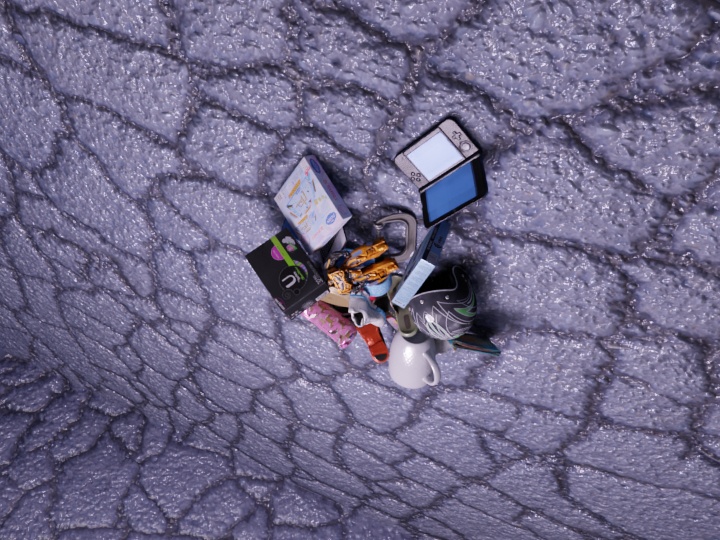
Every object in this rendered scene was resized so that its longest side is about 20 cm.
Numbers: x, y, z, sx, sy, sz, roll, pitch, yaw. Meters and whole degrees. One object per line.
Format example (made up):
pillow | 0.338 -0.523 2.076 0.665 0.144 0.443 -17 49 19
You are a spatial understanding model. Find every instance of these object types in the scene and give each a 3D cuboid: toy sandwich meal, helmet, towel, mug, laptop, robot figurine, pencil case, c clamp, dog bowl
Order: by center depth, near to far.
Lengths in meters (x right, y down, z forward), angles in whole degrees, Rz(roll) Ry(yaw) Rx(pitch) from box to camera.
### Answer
robot figurine | -0.004 -0.006 1.480 0.199 0.058 0.146 -27 116 8
c clamp | 0.074 -0.077 1.495 0.169 0.027 0.201 0 131 -6
helmet | 0.231 0.099 1.510 0.198 0.191 0.201 11 137 10
laptop | -0.138 -0.102 1.551 0.115 0.201 0.188 2 140 -24
dog bowl | 0.000 0.000 1.585 0.199 0.112 0.050 21 151 6
towel | 0.325 0.208 1.590 0.146 0.200 0.022 12 96 2
mug | 0.178 0.269 1.664 0.200 0.147 0.176 45 148 39
toy sandwich meal | -0.088 0.054 1.672 0.204 0.071 0.205 16 165 5
pencil case | -0.103 0.162 1.734 0.200 0.086 0.083 38 101 8

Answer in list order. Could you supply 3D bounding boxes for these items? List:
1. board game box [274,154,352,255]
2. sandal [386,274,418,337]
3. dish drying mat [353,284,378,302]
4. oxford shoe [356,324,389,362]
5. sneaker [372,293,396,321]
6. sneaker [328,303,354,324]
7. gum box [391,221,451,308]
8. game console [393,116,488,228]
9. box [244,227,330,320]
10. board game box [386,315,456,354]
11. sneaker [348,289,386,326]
board game box | -0.134 -0.174 1.472 0.200 0.041 0.200 -40 78 47
sandal | 0.124 0.096 1.582 0.079 0.202 0.057 -25 148 14
dish drying mat | -0.015 0.037 1.707 0.200 0.018 0.077 37 136 -12
oxford shoe | 0.034 0.198 1.729 0.071 0.073 0.201 -20 86 4
sneaker | 0.103 0.130 1.664 0.199 0.107 0.075 -22 137 40
sneaker | -0.079 0.127 1.804 0.198 0.080 0.087 4 120 15
gum box | 0.163 -0.018 1.447 0.044 0.170 0.200 29 138 -2
game console | 0.183 -0.226 1.267 0.171 0.119 0.200 43 135 -18
box | -0.203 0.011 1.527 0.200 0.148 0.124 53 174 15
board game box | 0.200 0.193 1.740 0.152 0.040 0.200 -18 122 38
sneaker | 0.012 0.135 1.602 0.074 0.087 0.200 -3 150 30
